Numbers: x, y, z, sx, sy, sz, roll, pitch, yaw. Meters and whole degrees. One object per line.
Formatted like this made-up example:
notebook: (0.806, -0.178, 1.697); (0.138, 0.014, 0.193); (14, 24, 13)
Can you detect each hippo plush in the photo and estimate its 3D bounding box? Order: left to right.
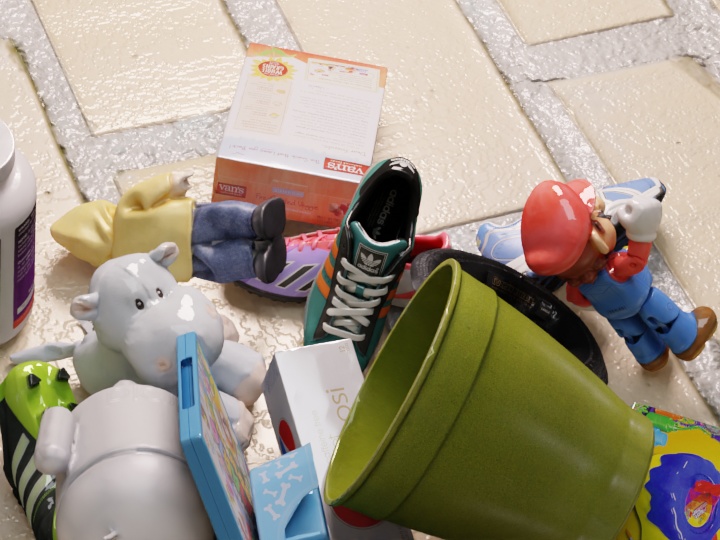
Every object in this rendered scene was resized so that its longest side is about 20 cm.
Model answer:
hippo plush: (-0.156, 0.047, 1.628); (0.159, 0.161, 0.200); (-33, 62, -32)

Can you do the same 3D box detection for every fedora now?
fedora: (0.105, 0.068, 1.679); (0.200, 0.092, 0.201); (28, 23, -13)

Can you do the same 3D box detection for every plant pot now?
plant pot: (0.104, 0.125, 1.504); (0.193, 0.200, 0.201); (28, 48, -8)

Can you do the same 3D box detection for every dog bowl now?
dog bowl: (-0.040, 0.217, 1.438); (0.049, 0.112, 0.200); (-12, 51, -3)

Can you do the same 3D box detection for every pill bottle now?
pill bottle: (-0.317, -0.033, 1.643); (0.112, 0.200, 0.113); (5, 48, -6)

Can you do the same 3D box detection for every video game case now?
video game case: (-0.099, 0.142, 1.460); (0.018, 0.143, 0.200); (-19, 20, 1)

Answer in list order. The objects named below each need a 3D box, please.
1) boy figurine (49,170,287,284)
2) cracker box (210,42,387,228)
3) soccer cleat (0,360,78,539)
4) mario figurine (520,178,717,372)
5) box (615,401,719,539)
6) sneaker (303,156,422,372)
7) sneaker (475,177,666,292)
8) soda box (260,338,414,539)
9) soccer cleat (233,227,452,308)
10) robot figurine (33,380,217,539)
boy figurine: (-0.164, -0.022, 1.731); (0.200, 0.125, 0.064); (0, 15, 18)
cracker box: (-0.053, -0.122, 1.843); (0.134, 0.058, 0.200); (11, 36, 0)
soccer cleat: (-0.236, 0.168, 1.576); (0.067, 0.081, 0.200); (-3, 68, -40)
mario figurine: (0.217, -0.011, 1.727); (0.200, 0.123, 0.106); (44, 15, -24)
box: (0.268, 0.236, 1.564); (0.192, 0.122, 0.200); (17, 48, 3)
sneaker: (0.000, 0.000, 1.690); (0.071, 0.080, 0.200); (17, 88, -1)
sneaker: (0.191, -0.045, 1.826); (0.200, 0.076, 0.077); (-26, 62, -30)
soda box: (-0.016, 0.158, 1.592); (0.068, 0.064, 0.200); (-10, 66, -18)
soccer cleat: (-0.018, -0.013, 1.763); (0.200, 0.073, 0.068); (6, 48, -5)
robot figurine: (-0.163, 0.158, 1.474); (0.169, 0.113, 0.200); (30, 18, -22)
